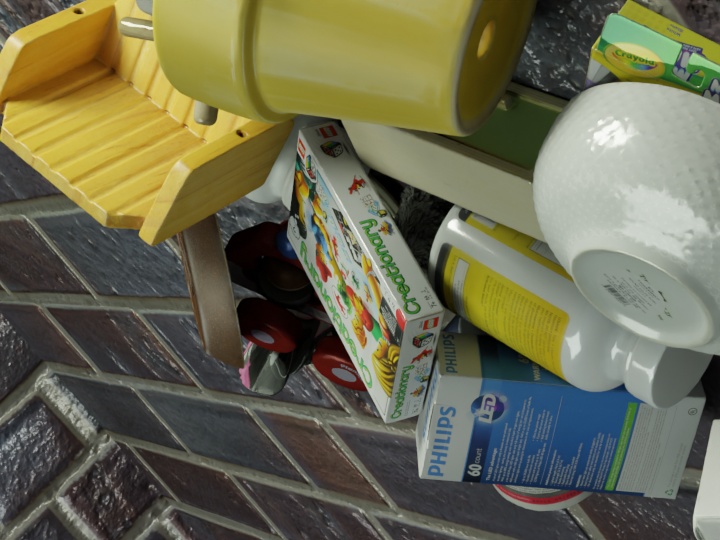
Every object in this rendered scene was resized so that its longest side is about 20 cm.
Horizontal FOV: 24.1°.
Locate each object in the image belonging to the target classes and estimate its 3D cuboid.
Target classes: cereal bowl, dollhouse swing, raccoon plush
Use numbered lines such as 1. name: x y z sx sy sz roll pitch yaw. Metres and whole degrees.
1. cereal bowl: 0.185 -0.014 0.998 0.200 0.083 0.200 28 157 13
2. dollhouse swing: -0.161 -0.166 1.302 0.200 0.182 0.176 39 136 20
3. raccoon plush: 0.034 -0.020 1.345 0.097 0.134 0.200 34 158 28

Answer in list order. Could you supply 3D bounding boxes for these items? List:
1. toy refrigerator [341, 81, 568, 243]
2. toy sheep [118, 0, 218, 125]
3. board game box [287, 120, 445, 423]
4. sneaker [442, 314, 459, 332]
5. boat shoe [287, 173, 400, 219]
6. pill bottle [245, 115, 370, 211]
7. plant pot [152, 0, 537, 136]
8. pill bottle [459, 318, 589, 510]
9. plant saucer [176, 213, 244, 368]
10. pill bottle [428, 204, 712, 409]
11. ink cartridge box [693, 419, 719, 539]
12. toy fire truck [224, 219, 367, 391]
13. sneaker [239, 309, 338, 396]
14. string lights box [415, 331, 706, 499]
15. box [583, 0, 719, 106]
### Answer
1. toy refrigerator: 0.079 -0.095 1.197 0.200 0.076 0.070 27 153 43
2. toy sheep: -0.102 -0.205 1.216 0.138 0.138 0.200 22 112 48
3. board game box: 0.000 0.000 1.281 0.126 0.035 0.200 99 149 -49
4. sneaker: 0.109 0.082 1.500 0.082 0.074 0.200 39 168 17
5. boat shoe: -0.041 -0.074 1.491 0.200 0.065 0.072 37 163 24
6. pill bottle: -0.090 -0.126 1.422 0.200 0.111 0.111 38 159 20
7. plant pot: 0.001 -0.173 1.052 0.189 0.201 0.201 22 154 18
8. pill bottle: 0.140 0.101 1.388 0.111 0.111 0.200 31 155 36
9. plant saucer: -0.140 -0.007 1.496 0.200 0.034 0.200 169 90 -83
10. pill bottle: 0.154 0.018 1.216 0.200 0.112 0.112 32 156 34
11. ink cartridge box: 0.330 0.163 1.060 0.200 0.086 0.146 -4 139 31
12. toy fire truck: -0.027 0.011 1.514 0.200 0.112 0.168 25 155 2
13. sneaker: -0.050 0.060 1.660 0.086 0.200 0.080 34 127 -8
14. string lights box: 0.148 0.110 1.273 0.200 0.059 0.103 6 124 -5
15. box: 0.190 -0.083 1.020 0.117 0.048 0.200 30 159 13
